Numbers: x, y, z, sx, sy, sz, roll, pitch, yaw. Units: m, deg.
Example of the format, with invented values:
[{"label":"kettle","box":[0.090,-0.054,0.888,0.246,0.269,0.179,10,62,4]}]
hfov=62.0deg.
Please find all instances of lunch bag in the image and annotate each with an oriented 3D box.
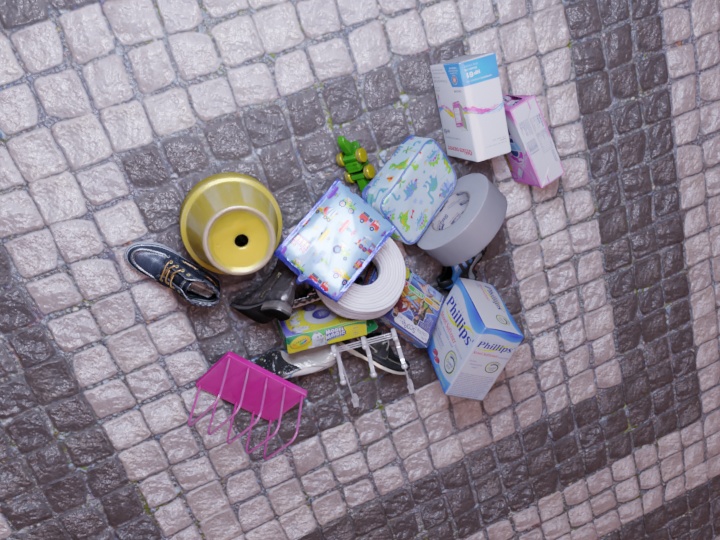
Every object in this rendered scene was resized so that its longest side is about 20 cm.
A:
[{"label":"lunch bag","box":[0.106,-0.165,1.255,0.200,0.082,0.161,-54,132,-11]},{"label":"lunch bag","box":[-0.054,-0.047,1.147,0.150,0.094,0.200,40,65,-1]}]

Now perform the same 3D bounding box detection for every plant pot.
[{"label":"plant pot","box":[-0.239,-0.076,1.141,0.200,0.189,0.201,-5,108,-17]}]

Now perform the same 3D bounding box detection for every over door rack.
[{"label":"over door rack","box":[0.032,0.224,1.304,0.147,0.067,0.200,-15,128,5]}]

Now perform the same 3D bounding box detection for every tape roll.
[{"label":"tape roll","box":[0.211,-0.108,1.270,0.066,0.200,0.200,37,92,-23]}]

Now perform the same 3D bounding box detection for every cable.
[{"label":"cable","box":[0.000,0.000,1.236,0.200,0.069,0.200,20,66,-9]}]

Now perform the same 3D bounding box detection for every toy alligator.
[{"label":"toy alligator","box":[0.006,-0.203,1.260,0.200,0.059,0.054,61,39,-29]}]

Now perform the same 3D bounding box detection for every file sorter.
[{"label":"file sorter","box":[-0.238,0.291,1.255,0.200,0.126,0.139,33,126,-23]}]

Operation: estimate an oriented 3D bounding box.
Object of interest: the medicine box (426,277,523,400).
[{"label":"medicine box","box":[0.245,0.152,1.339,0.103,0.182,0.200,12,121,-20]}]

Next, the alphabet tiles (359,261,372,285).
[{"label":"alphabet tiles","box":[-0.022,-0.054,1.316,0.167,0.008,0.200,28,95,-23]}]

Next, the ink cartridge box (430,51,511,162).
[{"label":"ink cartridge box","box":[0.226,-0.334,1.237,0.084,0.145,0.200,-21,111,-11]}]

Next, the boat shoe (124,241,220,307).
[{"label":"boat shoe","box":[-0.364,0.006,1.177,0.200,0.091,0.071,26,97,-23]}]

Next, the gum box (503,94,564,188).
[{"label":"gum box","box":[0.355,-0.288,1.309,0.066,0.113,0.200,-33,113,-6]}]

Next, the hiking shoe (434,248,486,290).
[{"label":"hiking shoe","box":[0.231,-0.043,1.363,0.086,0.074,0.201,5,104,-20]}]

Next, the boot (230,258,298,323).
[{"label":"boot","box":[-0.172,0.017,1.237,0.069,0.200,0.174,39,60,-38]}]

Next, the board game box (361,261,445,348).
[{"label":"board game box","box":[0.091,0.066,1.334,0.200,0.034,0.136,37,62,-25]}]

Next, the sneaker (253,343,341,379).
[{"label":"sneaker","box":[-0.139,0.205,1.326,0.199,0.072,0.073,-13,151,-4]}]

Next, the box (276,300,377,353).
[{"label":"box","box":[-0.072,0.109,1.287,0.200,0.117,0.048,-11,118,-16]}]

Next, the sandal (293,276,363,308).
[{"label":"sandal","box":[-0.089,0.039,1.281,0.200,0.075,0.048,-19,88,-15]}]

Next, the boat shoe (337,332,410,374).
[{"label":"boat shoe","box":[0.040,0.178,1.369,0.200,0.072,0.068,31,99,-21]}]
